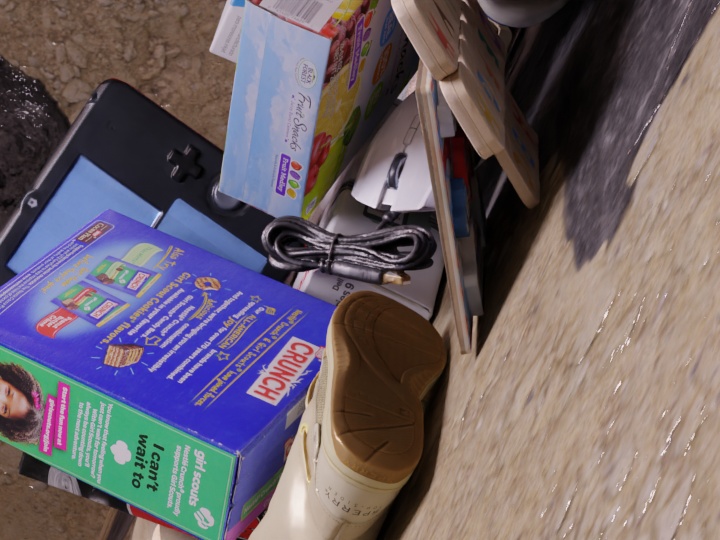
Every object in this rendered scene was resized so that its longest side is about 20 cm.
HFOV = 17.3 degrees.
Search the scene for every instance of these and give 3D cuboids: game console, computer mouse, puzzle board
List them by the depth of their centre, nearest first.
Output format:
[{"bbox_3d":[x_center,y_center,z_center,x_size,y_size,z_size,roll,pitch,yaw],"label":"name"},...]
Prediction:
[{"bbox_3d":[0.055,-0.061,1.335,0.200,0.017,0.152,-78,-21,-68],"label":"puzzle board"},{"bbox_3d":[0.029,-0.067,1.479,0.200,0.109,0.044,-55,-41,-38],"label":"computer mouse"},{"bbox_3d":[-0.150,0.001,1.549,0.201,0.176,0.031,-55,0,0],"label":"game console"}]

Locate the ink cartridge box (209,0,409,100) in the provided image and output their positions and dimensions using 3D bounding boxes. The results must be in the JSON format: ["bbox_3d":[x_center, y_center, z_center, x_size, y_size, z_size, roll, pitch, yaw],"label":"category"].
[{"bbox_3d":[0.003,-0.195,1.797,0.145,0.199,0.085,124,166,-58],"label":"ink cartridge box"}]

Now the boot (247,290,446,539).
[{"bbox_3d":[-0.014,0.113,1.344,0.200,0.072,0.156,-83,17,-62],"label":"boot"}]

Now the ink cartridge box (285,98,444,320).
[{"bbox_3d":[0.000,0.000,1.583,0.201,0.084,0.146,-73,10,-51],"label":"ink cartridge box"}]

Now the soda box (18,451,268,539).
[{"bbox_3d":[-0.109,0.120,1.491,0.071,0.199,0.064,-72,3,-57],"label":"soda box"}]

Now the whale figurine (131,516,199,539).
[{"bbox_3d":[-0.098,0.239,1.554,0.159,0.103,0.202,130,139,-70],"label":"whale figurine"}]

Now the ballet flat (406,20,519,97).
[{"bbox_3d":[0.095,-0.183,1.662,0.067,0.068,0.201,23,94,65],"label":"ballet flat"}]

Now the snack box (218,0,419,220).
[{"bbox_3d":[-0.010,-0.155,1.505,0.200,0.067,0.169,-56,-14,-39],"label":"snack box"}]

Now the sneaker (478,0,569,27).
[{"bbox_3d":[0.101,-0.197,1.542,0.201,0.076,0.112,-76,10,-45],"label":"sneaker"}]

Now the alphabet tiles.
[{"bbox_3d":[0.051,-0.133,1.298,0.015,0.196,0.200,-28,17,13],"label":"alphabet tiles"}]

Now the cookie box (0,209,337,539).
[{"bbox_3d":[-0.119,0.060,1.425,0.171,0.199,0.076,-41,-32,-51],"label":"cookie box"}]
